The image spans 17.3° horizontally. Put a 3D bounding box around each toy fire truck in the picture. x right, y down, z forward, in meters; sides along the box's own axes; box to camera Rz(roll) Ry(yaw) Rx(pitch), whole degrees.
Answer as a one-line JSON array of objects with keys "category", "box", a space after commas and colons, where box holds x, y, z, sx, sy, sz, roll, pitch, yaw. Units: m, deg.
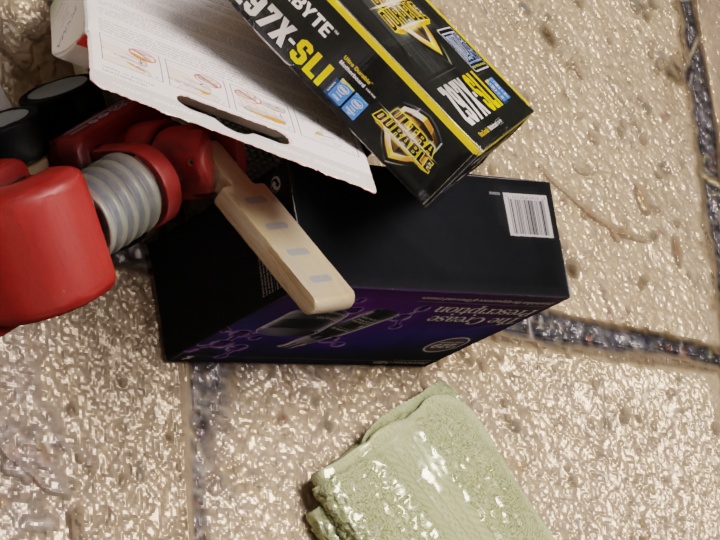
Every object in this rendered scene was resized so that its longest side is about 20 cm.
[{"category": "toy fire truck", "box": [-0.120, -0.021, 1.224, 0.176, 0.199, 0.129, -36, 116, -47]}]

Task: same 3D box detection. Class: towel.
[{"category": "towel", "box": [0.060, 0.175, 1.412, 0.148, 0.036, 0.201, -36, 96, -43]}]

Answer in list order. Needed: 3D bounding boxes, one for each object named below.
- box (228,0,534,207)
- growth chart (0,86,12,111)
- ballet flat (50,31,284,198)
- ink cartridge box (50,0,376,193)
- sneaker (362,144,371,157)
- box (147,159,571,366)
[{"category": "box", "box": [0.014, -0.119, 1.300, 0.160, 0.049, 0.200, 48, 15, 1]}, {"category": "growth chart", "box": [-0.243, -0.090, 1.248, 0.145, 0.018, 0.201, -43, 118, -43]}, {"category": "ballet flat", "box": [-0.107, -0.087, 1.378, 0.200, 0.072, 0.072, 46, 48, -14]}, {"category": "ink cartridge box", "box": [-0.081, -0.094, 1.249, 0.160, 0.050, 0.200, 20, 25, -18]}, {"category": "sneaker", "box": [-0.038, -0.143, 1.432, 0.075, 0.077, 0.201, 3, 63, -36]}, {"category": "box", "box": [0.000, 0.000, 1.368, 0.199, 0.141, 0.079, 3, 72, -39]}]
